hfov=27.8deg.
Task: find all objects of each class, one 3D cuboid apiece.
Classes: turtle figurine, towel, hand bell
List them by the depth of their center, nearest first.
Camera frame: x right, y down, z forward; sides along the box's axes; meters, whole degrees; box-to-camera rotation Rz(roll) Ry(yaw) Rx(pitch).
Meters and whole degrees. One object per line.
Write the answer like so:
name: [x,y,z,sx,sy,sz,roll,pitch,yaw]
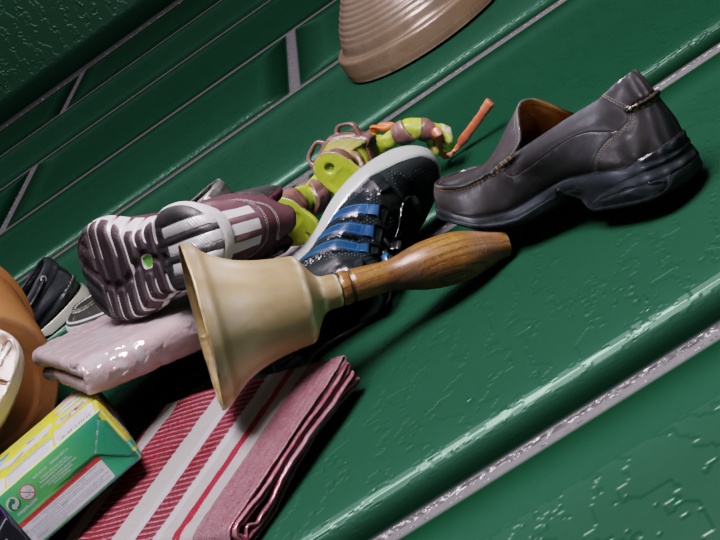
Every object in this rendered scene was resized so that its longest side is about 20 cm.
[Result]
hand bell: [-0.002,0.010,0.894,0.200,0.104,0.104,-14,17,-10]
towel: [-0.099,0.124,0.906,0.200,0.023,0.144,-17,29,47]
towel: [-0.134,0.035,1.072,0.200,0.032,0.191,-27,10,-21]
turtle figurine: [-0.002,-0.081,1.099,0.200,0.065,0.161,-25,8,23]

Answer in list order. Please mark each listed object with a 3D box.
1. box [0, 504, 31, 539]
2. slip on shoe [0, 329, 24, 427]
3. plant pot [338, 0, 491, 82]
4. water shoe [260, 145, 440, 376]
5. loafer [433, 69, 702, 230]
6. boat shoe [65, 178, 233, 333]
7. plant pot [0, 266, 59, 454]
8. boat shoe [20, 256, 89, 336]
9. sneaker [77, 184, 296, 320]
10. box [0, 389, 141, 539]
box: [-0.285,0.228,0.852,0.200,0.106,0.122,-30,18,19]
slip on shoe: [-0.313,0.137,1.085,0.061,0.076,0.200,82,-150,-69]
plant pot: [0.046,-0.290,1.511,0.201,0.093,0.201,-33,19,13]
water shoe: [0.000,0.000,0.981,0.200,0.072,0.079,-46,43,-16]
loafer: [0.116,-0.074,0.898,0.200,0.072,0.073,-12,17,47]
boat shoe: [-0.191,-0.011,1.309,0.200,0.064,0.071,-34,19,6]
plant pot: [-0.338,0.083,1.182,0.200,0.200,0.140,-44,36,-20]
boat shoe: [-0.356,0.063,1.420,0.199,0.066,0.074,-43,21,-18]
sneaker: [-0.113,-0.016,1.028,0.115,0.076,0.200,-17,6,-36]
box: [-0.216,0.135,1.007,0.117,0.048,0.200,-41,12,-8]
